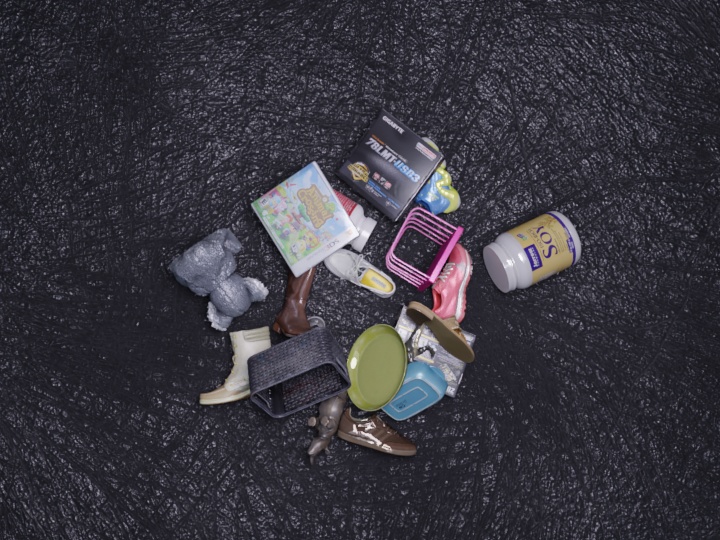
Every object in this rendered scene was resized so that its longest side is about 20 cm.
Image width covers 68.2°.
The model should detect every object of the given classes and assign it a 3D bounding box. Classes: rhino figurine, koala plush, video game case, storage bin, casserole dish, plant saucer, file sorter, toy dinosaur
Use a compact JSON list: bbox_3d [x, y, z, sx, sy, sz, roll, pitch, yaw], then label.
[{"bbox_3d":[-0.081,0.356,1.250,0.059,0.087,0.203,10,76,26],"label":"rhino figurine"},{"bbox_3d":[-0.329,0.027,1.244,0.176,0.184,0.202,-35,99,-6],"label":"koala plush"},{"bbox_3d":[-0.127,-0.118,1.231,0.180,0.022,0.202,-33,91,2],"label":"video game case"},{"bbox_3d":[-0.134,0.224,1.162,0.197,0.136,0.095,-24,48,7],"label":"storage bin"},{"bbox_3d":[0.113,0.289,1.243,0.121,0.039,0.199,42,123,-17],"label":"casserole dish"},{"bbox_3d":[0.042,0.229,1.248,0.031,0.198,0.203,25,81,-38],"label":"plant saucer"},{"bbox_3d":[0.139,-0.050,1.261,0.124,0.200,0.140,30,83,3],"label":"file sorter"},{"bbox_3d":[0.128,0.199,1.264,0.087,0.048,0.202,32,81,8],"label":"toy dinosaur"}]

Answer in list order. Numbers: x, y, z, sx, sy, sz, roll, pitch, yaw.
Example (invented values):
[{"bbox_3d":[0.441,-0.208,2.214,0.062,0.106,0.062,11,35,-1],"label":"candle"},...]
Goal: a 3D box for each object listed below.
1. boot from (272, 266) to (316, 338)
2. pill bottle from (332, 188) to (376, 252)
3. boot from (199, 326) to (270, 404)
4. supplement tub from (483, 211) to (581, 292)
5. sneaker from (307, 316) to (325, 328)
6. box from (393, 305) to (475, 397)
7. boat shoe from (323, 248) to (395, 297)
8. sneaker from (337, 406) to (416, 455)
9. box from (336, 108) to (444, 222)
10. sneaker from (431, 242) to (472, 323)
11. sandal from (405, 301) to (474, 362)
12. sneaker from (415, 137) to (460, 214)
[{"bbox_3d":[-0.130,0.060,1.251,0.064,0.185,0.203,24,81,-41],"label":"boot"},{"bbox_3d":[-0.064,-0.132,1.297,0.198,0.112,0.113,31,83,0],"label":"pill bottle"},{"bbox_3d":[-0.296,0.225,1.263,0.196,0.072,0.158,-14,86,-12],"label":"boot"},{"bbox_3d":[0.417,-0.044,1.305,0.197,0.145,0.147,-25,86,-7],"label":"supplement tub"},{"bbox_3d":[-0.119,0.211,1.271,0.073,0.082,0.204,-1,84,-4],"label":"sneaker"},{"bbox_3d":[0.165,0.199,1.310,0.197,0.049,0.164,21,82,-1],"label":"box"},{"bbox_3d":[-0.002,0.005,1.300,0.200,0.086,0.075,32,83,0],"label":"boat shoe"},{"bbox_3d":[0.045,0.386,1.271,0.196,0.070,0.077,15,82,-3],"label":"sneaker"},{"bbox_3d":[0.073,-0.258,1.317,0.199,0.050,0.199,40,101,9],"label":"box"},{"bbox_3d":[0.219,0.028,1.310,0.085,0.074,0.204,9,83,-19],"label":"sneaker"},{"bbox_3d":[0.203,0.127,1.259,0.211,0.077,0.070,39,57,-13],"label":"sandal"},{"bbox_3d":[0.171,-0.231,1.343,0.104,0.076,0.203,-26,87,-6],"label":"sneaker"}]
